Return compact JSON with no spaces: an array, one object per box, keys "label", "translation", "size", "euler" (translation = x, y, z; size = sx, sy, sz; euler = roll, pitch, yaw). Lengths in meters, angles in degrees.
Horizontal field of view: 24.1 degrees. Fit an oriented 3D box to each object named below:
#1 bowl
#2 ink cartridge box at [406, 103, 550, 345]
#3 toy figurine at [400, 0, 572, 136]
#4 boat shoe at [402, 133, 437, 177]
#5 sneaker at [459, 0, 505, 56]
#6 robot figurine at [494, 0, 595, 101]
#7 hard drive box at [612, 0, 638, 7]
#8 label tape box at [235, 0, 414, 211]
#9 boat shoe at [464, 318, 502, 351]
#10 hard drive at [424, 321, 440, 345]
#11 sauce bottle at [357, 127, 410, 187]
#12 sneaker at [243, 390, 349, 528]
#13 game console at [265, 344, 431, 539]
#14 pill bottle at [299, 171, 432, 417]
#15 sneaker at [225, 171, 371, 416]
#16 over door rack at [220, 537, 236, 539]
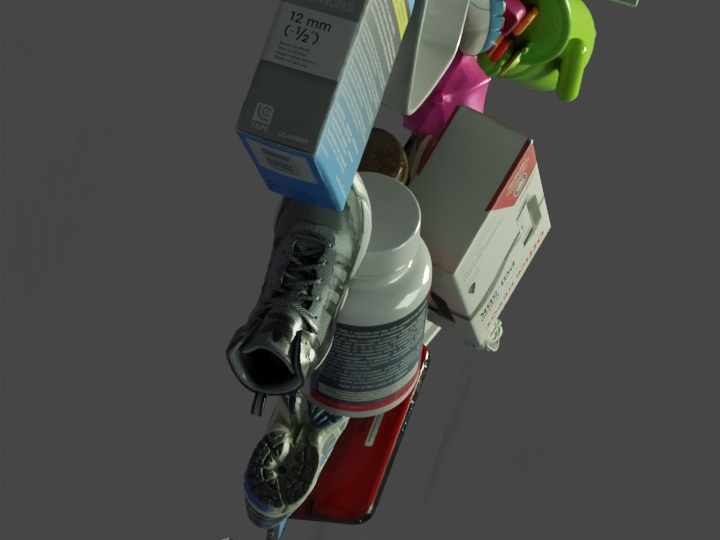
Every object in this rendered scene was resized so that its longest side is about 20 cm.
[{"label":"bowl","translation":[0.045,-0.245,1.374],"size":[0.200,0.074,0.202],"euler":[-58,162,-60]},{"label":"ink cartridge box","translation":[0.101,-0.037,1.548],"size":[0.148,0.082,0.200],"euler":[-58,160,-12]},{"label":"toy figurine","translation":[0.090,-0.201,1.665],"size":[0.184,0.150,0.200],"euler":[-51,-176,-32]},{"label":"boat shoe","translation":[0.052,-0.057,1.741],"size":[0.202,0.073,0.065],"euler":[-65,-151,18]},{"label":"sneaker","translation":[0.083,-0.280,1.514],"size":[0.075,0.086,0.202],"euler":[-120,-159,-47]},{"label":"robot figurine","translation":[0.180,-0.261,1.830],"size":[0.199,0.175,0.116],"euler":[7,116,-58]},{"label":"hard drive box","translation":[0.218,-0.371,1.776],"size":[0.156,0.198,0.077],"euler":[-61,165,-49]},{"label":"label tape box","translation":[-0.017,-0.159,1.188],"size":[0.143,0.065,0.202],"euler":[63,44,-75]},{"label":"boat shoe","translation":[0.218,0.096,2.953],"size":[0.200,0.066,0.074],"euler":[62,45,-76]},{"label":"hard drive","translation":[0.079,-0.006,1.700],"size":[0.200,0.038,0.141],"euler":[-48,151,-32]},{"label":"sauce bottle","translation":[0.017,-0.070,1.538],"size":[0.200,0.065,0.067],"euler":[67,40,-75]},{"label":"sneaker","translation":[-0.054,0.147,1.513],"size":[0.201,0.076,0.086],"euler":[-57,172,-38]},{"label":"game console","translation":[-0.014,0.180,1.644],"size":[0.119,0.171,0.201],"euler":[57,44,-42]},{"label":"pill bottle","translation":[0.000,0.019,1.417],"size":[0.201,0.118,0.120],"euler":[95,15,-49]},{"label":"sneaker","translation":[-0.047,0.016,1.272],"size":[0.114,0.075,0.202],"euler":[-62,168,-60]},{"label":"over door rack","translation":[-0.124,0.305,1.353],"size":[0.200,0.066,0.149],"euler":[4,103,-80]}]
